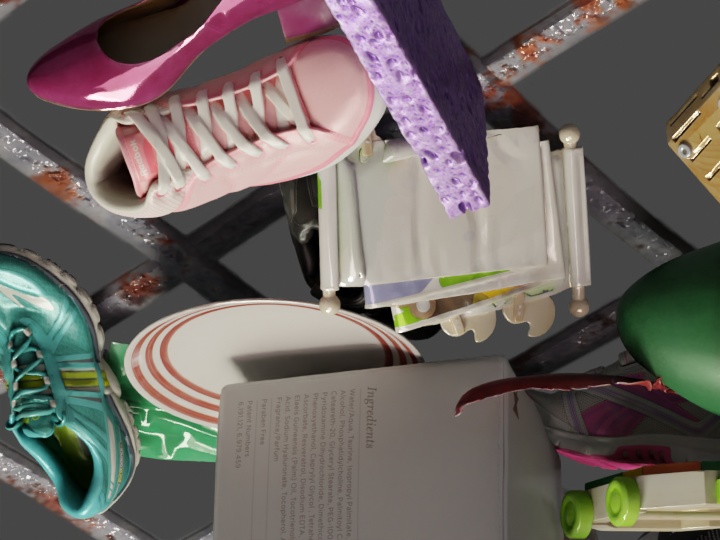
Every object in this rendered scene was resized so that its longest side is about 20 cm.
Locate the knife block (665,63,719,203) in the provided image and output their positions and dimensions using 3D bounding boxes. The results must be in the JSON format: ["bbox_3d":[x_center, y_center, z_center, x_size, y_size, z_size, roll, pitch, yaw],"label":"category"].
[{"bbox_3d":[0.313,-0.059,1.701,0.200,0.175,0.064,49,130,11],"label":"knife block"}]

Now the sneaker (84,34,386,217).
[{"bbox_3d":[-0.081,-0.080,1.587,0.199,0.076,0.104,-20,179,35],"label":"sneaker"}]

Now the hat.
[{"bbox_3d":[0.179,0.040,1.738,0.175,0.167,0.200,-3,160,20],"label":"hat"}]

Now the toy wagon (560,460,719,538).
[{"bbox_3d":[0.230,0.150,1.749,0.154,0.040,0.200,2,167,-21],"label":"toy wagon"}]

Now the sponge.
[{"bbox_3d":[0.028,-0.134,1.548,0.030,0.112,0.200,-15,137,16],"label":"sponge"}]

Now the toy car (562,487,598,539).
[{"bbox_3d":[0.092,0.210,1.901,0.174,0.200,0.151,-20,122,-5],"label":"toy car"}]

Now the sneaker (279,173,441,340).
[{"bbox_3d":[0.000,0.000,1.717,0.066,0.091,0.200,-17,137,18],"label":"sneaker"}]

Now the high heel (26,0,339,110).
[{"bbox_3d":[-0.108,-0.156,1.547,0.198,0.068,0.096,-12,142,7],"label":"high heel"}]

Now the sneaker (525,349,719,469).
[{"bbox_3d":[0.193,0.093,1.852,0.199,0.089,0.081,6,171,19],"label":"sneaker"}]

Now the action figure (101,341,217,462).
[{"bbox_3d":[-0.089,0.102,1.859,0.198,0.055,0.119,12,135,-11],"label":"action figure"}]

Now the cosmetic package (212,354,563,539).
[{"bbox_3d":[0.021,0.171,1.751,0.198,0.167,0.168,-7,150,16],"label":"cosmetic package"}]

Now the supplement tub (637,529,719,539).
[{"bbox_3d":[0.282,0.221,1.963,0.122,0.123,0.200,31,129,-32],"label":"supplement tub"}]

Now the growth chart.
[{"bbox_3d":[0.060,-0.026,1.664,0.199,0.018,0.146,-1,103,-23],"label":"growth chart"}]

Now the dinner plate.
[{"bbox_3d":[-0.055,0.058,1.744,0.198,0.024,0.201,2,153,1],"label":"dinner plate"}]

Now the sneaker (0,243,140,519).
[{"bbox_3d":[-0.206,0.073,1.771,0.077,0.080,0.201,-16,111,26],"label":"sneaker"}]
